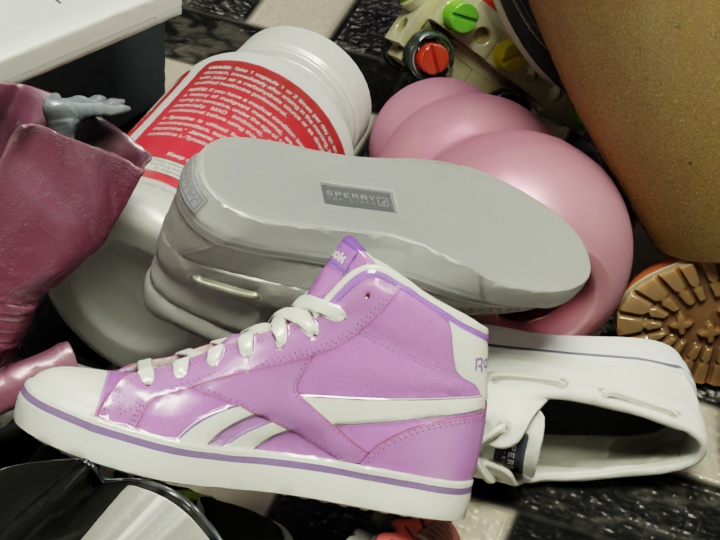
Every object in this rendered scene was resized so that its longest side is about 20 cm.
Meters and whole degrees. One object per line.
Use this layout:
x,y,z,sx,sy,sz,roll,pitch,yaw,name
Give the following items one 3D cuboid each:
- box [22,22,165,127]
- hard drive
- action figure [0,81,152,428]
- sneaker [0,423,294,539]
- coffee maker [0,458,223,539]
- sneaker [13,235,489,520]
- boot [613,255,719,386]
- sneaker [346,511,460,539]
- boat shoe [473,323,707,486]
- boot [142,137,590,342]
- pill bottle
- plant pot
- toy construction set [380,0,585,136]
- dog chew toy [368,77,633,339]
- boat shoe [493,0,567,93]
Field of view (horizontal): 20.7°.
-0.248,-0.140,1.120,0.200,0.117,0.197,30,48,27,box
-0.211,-0.137,1.015,0.200,0.026,0.132,-29,52,-32,hard drive
-0.169,0.012,0.897,0.134,0.200,0.149,22,17,14,action figure
-0.128,0.109,0.870,0.200,0.083,0.072,7,41,1,sneaker
-0.166,0.165,0.755,0.192,0.135,0.200,15,35,28,coffee maker
-0.043,0.036,0.845,0.200,0.114,0.073,8,7,-11,sneaker
0.221,0.002,1.057,0.200,0.075,0.107,-11,25,-11,boot
0.010,0.173,0.825,0.098,0.071,0.200,33,34,5,sneaker
0.071,0.069,0.947,0.200,0.074,0.065,-4,37,-9,boat shoe
0.000,0.000,0.915,0.200,0.096,0.074,13,46,-18,boot
-0.072,-0.043,1.032,0.112,0.112,0.200,19,43,16,pill bottle
0.176,-0.112,0.980,0.186,0.200,0.186,-12,23,5,plant pot
0.085,-0.151,1.144,0.200,0.131,0.092,34,1,-12,toy construction set
0.062,-0.037,1.039,0.124,0.125,0.200,-8,35,-15,dog chew toy
0.149,-0.112,1.089,0.072,0.068,0.200,-41,98,-12,boat shoe
